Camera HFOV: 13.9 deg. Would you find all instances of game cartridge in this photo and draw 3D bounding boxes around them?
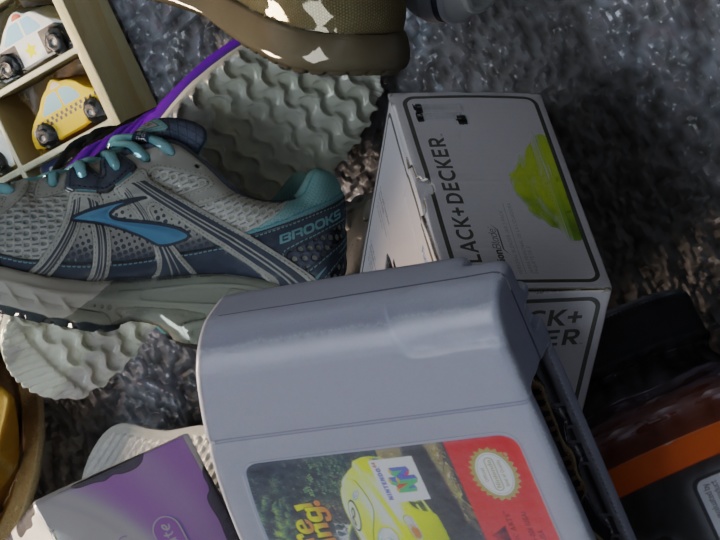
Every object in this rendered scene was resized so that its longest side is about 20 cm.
[{"bbox_3d":[0.025,0.089,1.033,0.133,0.041,0.200,-7,123,30],"label":"game cartridge"}]

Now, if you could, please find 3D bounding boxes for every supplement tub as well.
[{"bbox_3d":[0.132,0.110,1.111,0.107,0.107,0.200,-35,74,41],"label":"supplement tub"}]

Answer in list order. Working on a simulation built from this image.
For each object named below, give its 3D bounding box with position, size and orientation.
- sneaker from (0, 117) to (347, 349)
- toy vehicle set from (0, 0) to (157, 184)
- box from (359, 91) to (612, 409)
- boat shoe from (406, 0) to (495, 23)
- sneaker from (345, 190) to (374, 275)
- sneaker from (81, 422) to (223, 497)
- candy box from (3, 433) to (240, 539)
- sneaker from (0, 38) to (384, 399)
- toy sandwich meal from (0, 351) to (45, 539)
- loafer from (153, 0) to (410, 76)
[{"bbox_3d":[-0.098,-0.019,1.140,0.078,0.200,0.086,-172,92,-69],"label":"sneaker"},{"bbox_3d":[-0.170,-0.050,1.340,0.200,0.027,0.124,-24,92,41],"label":"toy vehicle set"},{"bbox_3d":[0.035,0.046,1.101,0.117,0.060,0.200,-106,19,-49],"label":"box"},{"bbox_3d":[0.072,-0.166,1.076,0.067,0.074,0.200,36,126,22],"label":"boat shoe"},{"bbox_3d":[0.000,0.000,1.203,0.080,0.070,0.200,48,130,16],"label":"sneaker"},{"bbox_3d":[-0.045,0.103,1.248,0.200,0.082,0.074,18,94,62],"label":"sneaker"},{"bbox_3d":[-0.084,0.176,1.177,0.168,0.071,0.200,62,155,9],"label":"candy box"},{"bbox_3d":[-0.082,-0.044,1.220,0.200,0.100,0.070,-43,117,2],"label":"sneaker"},{"bbox_3d":[-0.229,0.069,1.324,0.205,0.070,0.205,-5,76,19],"label":"toy sandwich meal"},{"bbox_3d":[-0.045,-0.130,1.143,0.200,0.076,0.068,29,112,44],"label":"loafer"}]
